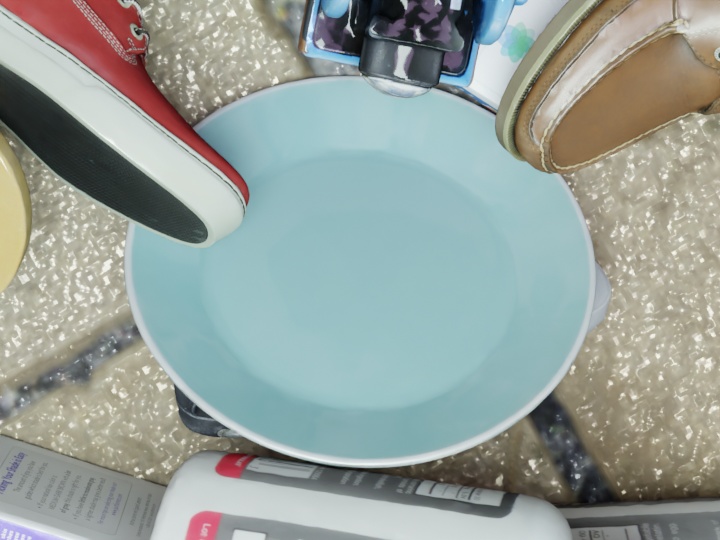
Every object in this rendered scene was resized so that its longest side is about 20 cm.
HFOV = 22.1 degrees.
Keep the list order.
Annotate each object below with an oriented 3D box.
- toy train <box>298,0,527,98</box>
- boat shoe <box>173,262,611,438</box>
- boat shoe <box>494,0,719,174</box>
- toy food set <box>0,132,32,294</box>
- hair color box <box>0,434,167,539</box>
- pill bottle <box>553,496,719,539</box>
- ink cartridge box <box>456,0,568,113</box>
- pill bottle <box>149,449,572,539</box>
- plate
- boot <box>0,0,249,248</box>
[{"bbox_3d":[0.027,-0.166,0.690,0.086,0.114,0.201,9,97,-11],"label":"toy train"},{"bbox_3d":[0.014,0.035,0.822,0.199,0.072,0.068,-12,133,-14],"label":"boat shoe"},{"bbox_3d":[0.146,-0.098,0.724,0.200,0.072,0.068,-38,59,-1],"label":"boat shoe"},{"bbox_3d":[-0.240,-0.055,0.737,0.199,0.049,0.199,-16,104,20],"label":"toy food set"},{"bbox_3d":[-0.175,0.111,0.801,0.199,0.109,0.065,20,99,-4],"label":"hair color box"},{"bbox_3d":[0.117,0.159,0.817,0.199,0.114,0.114,-3,98,-1],"label":"pill bottle"},{"bbox_3d":[0.034,-0.164,0.785,0.200,0.076,0.137,32,95,-8],"label":"ink cartridge box"},{"bbox_3d":[0.021,0.137,0.715,0.199,0.111,0.111,7,98,11],"label":"pill bottle"},{"bbox_3d":[0.000,0.000,0.783,0.199,0.026,0.201,2,54,-3],"label":"plate"},{"bbox_3d":[-0.100,-0.115,0.770,0.200,0.072,0.144,40,64,-1],"label":"boot"}]
